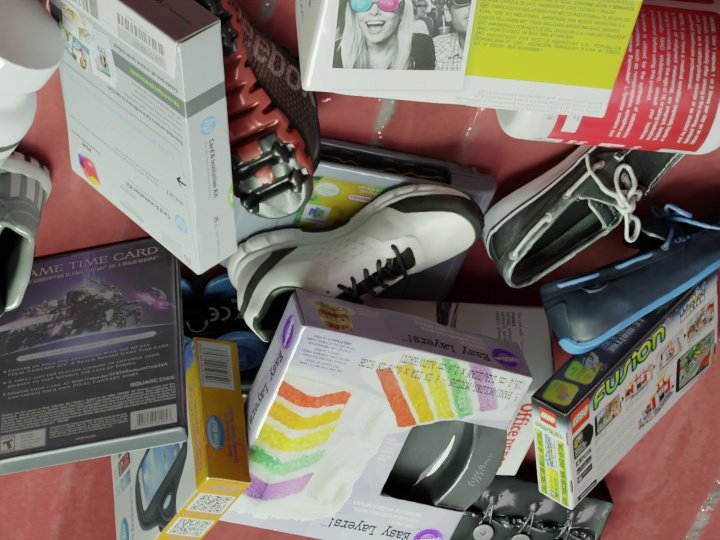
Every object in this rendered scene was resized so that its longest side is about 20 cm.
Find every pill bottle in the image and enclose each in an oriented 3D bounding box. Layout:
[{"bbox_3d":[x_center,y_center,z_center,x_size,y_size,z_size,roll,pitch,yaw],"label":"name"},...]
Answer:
[{"bbox_3d":[-0.294,-0.106,1.459,0.115,0.116,0.200,26,124,-27],"label":"pill bottle"},{"bbox_3d":[0.201,-0.141,1.490,0.198,0.113,0.113,5,132,-11],"label":"pill bottle"}]

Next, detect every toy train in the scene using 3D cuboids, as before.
[{"bbox_3d":[-0.149,0.064,1.659,0.198,0.087,0.115,-5,142,-5],"label":"toy train"}]

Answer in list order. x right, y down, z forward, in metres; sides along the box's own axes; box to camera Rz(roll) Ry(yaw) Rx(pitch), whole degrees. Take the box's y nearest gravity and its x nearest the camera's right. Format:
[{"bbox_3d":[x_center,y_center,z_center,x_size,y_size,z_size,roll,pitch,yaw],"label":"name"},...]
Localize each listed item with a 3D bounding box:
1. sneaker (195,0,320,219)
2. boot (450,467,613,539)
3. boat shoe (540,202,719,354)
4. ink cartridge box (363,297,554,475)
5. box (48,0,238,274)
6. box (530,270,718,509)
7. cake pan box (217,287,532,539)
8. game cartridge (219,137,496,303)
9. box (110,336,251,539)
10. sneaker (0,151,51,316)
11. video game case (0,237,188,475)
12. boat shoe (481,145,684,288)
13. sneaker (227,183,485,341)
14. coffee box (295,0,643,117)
[{"bbox_3d":[-0.085,-0.139,1.488,0.070,0.098,0.201,-19,110,27],"label":"sneaker"},{"bbox_3d":[0.103,0.233,1.860,0.198,0.066,0.165,10,132,-21],"label":"boot"},{"bbox_3d":[0.226,-0.013,1.610,0.199,0.069,0.084,-30,175,-24],"label":"boat shoe"},{"bbox_3d":[0.044,0.093,1.683,0.198,0.084,0.145,2,148,-10],"label":"ink cartridge box"},{"bbox_3d":[-0.149,-0.116,1.446,0.041,0.156,0.201,-30,139,-29],"label":"box"},{"bbox_3d":[0.210,0.083,1.664,0.200,0.035,0.111,-41,141,-30],"label":"box"},{"bbox_3d":[0.009,0.120,1.579,0.198,0.052,0.185,15,120,-23],"label":"cake pan box"},{"bbox_3d":[-0.010,-0.035,1.614,0.198,0.041,0.134,9,134,-15],"label":"game cartridge"},{"bbox_3d":[-0.144,0.152,1.609,0.041,0.120,0.200,10,143,-27],"label":"box"},{"bbox_3d":[-0.297,0.012,1.566,0.075,0.116,0.200,23,126,-25],"label":"sneaker"},{"bbox_3d":[-0.200,0.058,1.562,0.141,0.201,0.019,-10,133,3],"label":"video game case"},{"bbox_3d":[0.181,-0.059,1.579,0.198,0.068,0.074,-32,132,7],"label":"boat shoe"},{"bbox_3d":[0.000,0.000,1.572,0.198,0.080,0.074,-20,130,9],"label":"sneaker"},{"bbox_3d":[0.070,-0.240,1.324,0.198,0.201,0.199,5,131,-11],"label":"coffee box"}]
